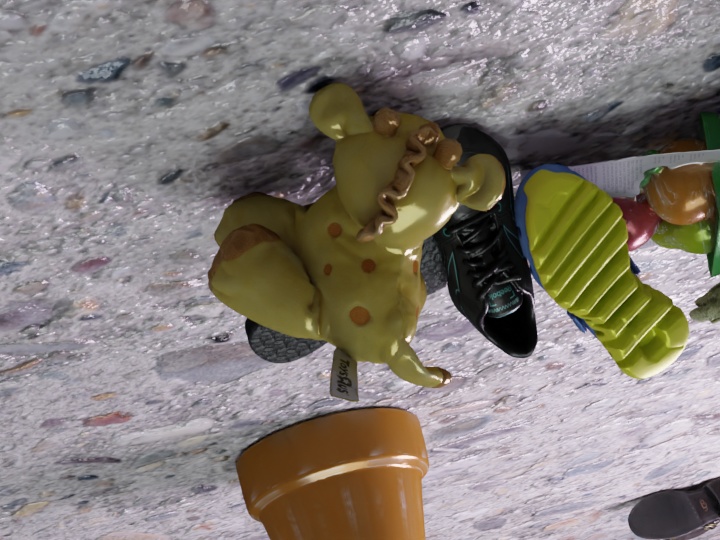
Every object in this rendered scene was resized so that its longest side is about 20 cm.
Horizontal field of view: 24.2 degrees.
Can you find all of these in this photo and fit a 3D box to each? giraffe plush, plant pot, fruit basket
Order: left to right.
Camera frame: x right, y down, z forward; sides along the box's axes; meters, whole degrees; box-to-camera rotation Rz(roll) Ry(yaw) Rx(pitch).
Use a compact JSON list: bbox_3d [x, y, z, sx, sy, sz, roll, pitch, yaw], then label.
[{"bbox_3d":[-0.013,0.264,1.723,0.198,0.185,0.201,-13,159,-5],"label":"plant pot"},{"bbox_3d":[0.004,-0.035,1.077,0.171,0.200,0.163,12,114,-24],"label":"giraffe plush"},{"bbox_3d":[0.223,-0.057,1.263,0.198,0.095,0.185,-2,160,9],"label":"fruit basket"}]

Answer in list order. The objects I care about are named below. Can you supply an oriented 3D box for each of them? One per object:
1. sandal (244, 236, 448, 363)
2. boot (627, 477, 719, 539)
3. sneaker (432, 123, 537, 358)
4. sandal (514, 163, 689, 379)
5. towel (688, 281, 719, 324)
[{"bbox_3d":[-0.001,0.000,1.255,0.199,0.048,0.075,-27,136,12],"label":"sandal"},{"bbox_3d":[0.476,0.374,2.491,0.198,0.070,0.174,-14,158,-11],"label":"boot"},{"bbox_3d":[0.090,-0.019,1.181,0.075,0.080,0.201,-25,135,0],"label":"sneaker"},{"bbox_3d":[0.161,-0.003,1.215,0.079,0.087,0.201,-39,128,-4],"label":"sandal"},{"bbox_3d":[0.363,-0.011,1.299,0.148,0.037,0.200,-12,161,-46],"label":"towel"}]
